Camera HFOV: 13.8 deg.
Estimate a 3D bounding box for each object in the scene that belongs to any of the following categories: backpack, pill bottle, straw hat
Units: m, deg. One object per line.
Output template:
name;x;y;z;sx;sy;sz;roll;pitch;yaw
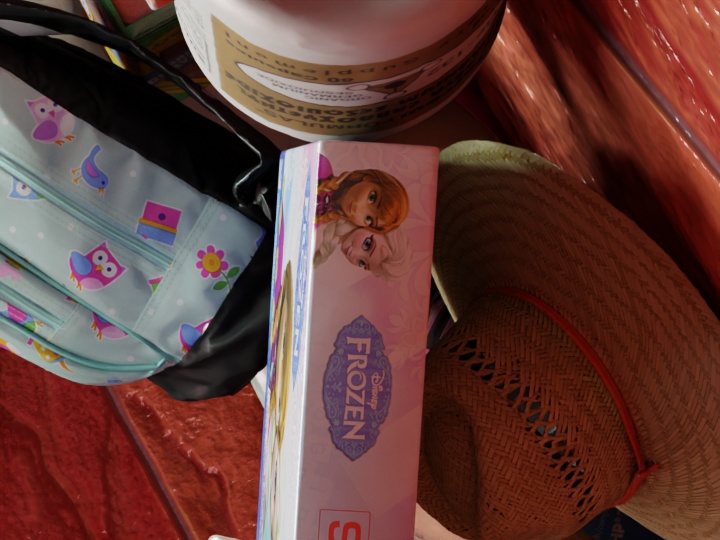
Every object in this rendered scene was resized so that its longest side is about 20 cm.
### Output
backpack;-0.122;-0.030;1.179;0.200;0.127;0.167;30;175;-13
pill bottle;-0.007;-0.104;0.977;0.114;0.114;0.200;61;175;8
straw hat;0.057;0.055;1.060;0.201;0.085;0.201;41;157;21

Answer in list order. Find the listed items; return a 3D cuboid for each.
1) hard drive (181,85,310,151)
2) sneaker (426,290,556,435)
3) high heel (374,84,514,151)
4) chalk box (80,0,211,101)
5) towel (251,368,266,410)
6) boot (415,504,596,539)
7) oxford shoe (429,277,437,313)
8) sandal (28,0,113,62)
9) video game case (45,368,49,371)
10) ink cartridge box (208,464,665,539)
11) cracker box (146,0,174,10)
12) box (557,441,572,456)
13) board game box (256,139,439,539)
hard drive;-0.033;-0.052;1.413;0.132;0.026;0.200;62;-152;-10
sneaker;0.050;0.050;1.307;0.200;0.080;0.086;129;149;-55
high heel;0.035;-0.037;1.173;0.200;0.067;0.096;45;-179;14
chalk box;-0.068;-0.160;1.222;0.124;0.124;0.200;61;176;6
towel;-0.028;-0.024;1.480;0.171;0.048;0.200;62;-152;-7
boot;0.058;0.176;1.170;0.200;0.188;0.068;28;-153;16
oxford shoe;0.000;0.000;1.253;0.071;0.073;0.200;30;-143;-2
sandal;-0.107;-0.134;1.391;0.059;0.207;0.079;-7;114;39
video game case;-0.100;-0.038;1.456;0.200;0.045;0.182;8;-115;-59
ink cartridge box;0.048;0.131;1.266;0.116;0.200;0.067;69;-145;-50
cracker box;-0.045;-0.178;0.852;0.200;0.134;0.058;56;172;41
box;0.056;0.054;1.400;0.200;0.050;0.075;63;-153;-3
board game box;-0.009;0.056;1.022;0.200;0.041;0.200;-174;87;-85
